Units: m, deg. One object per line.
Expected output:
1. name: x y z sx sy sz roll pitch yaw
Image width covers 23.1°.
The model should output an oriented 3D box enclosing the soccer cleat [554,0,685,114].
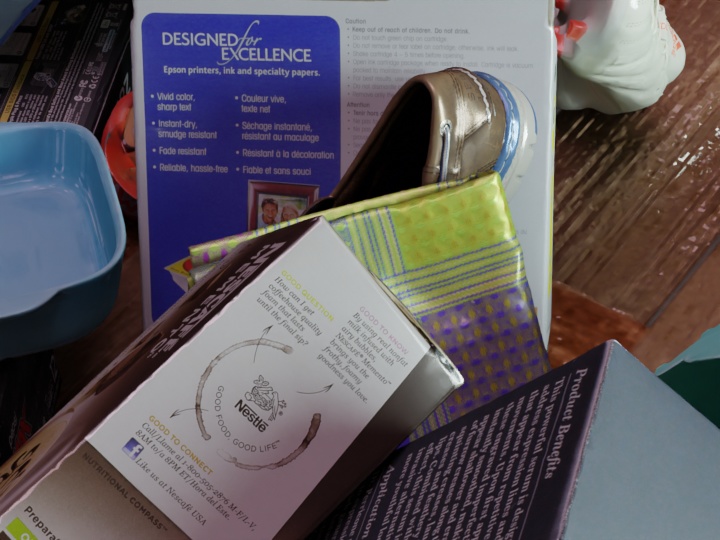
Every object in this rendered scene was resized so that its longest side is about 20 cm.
1. soccer cleat: 0.129 -0.118 0.877 0.077 0.200 0.070 11 85 -1

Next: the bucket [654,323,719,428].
1. bucket: 0.196 0.088 0.660 0.206 0.208 0.135 30 45 29

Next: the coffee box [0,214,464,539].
1. coffee box: -0.073 0.078 0.621 0.200 0.113 0.080 -44 99 -16

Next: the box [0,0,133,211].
1. box: -0.212 -0.072 0.946 0.160 0.049 0.201 4 46 6

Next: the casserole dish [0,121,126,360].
1. casserole dish: -0.168 -0.012 0.797 0.120 0.039 0.200 -12 29 -9

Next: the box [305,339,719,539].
1. box: 0.056 0.137 0.590 0.148 0.200 0.107 39 48 -18

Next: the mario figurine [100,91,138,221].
1. mario figurine: -0.066 -0.096 0.869 0.106 0.200 0.124 14 38 -42

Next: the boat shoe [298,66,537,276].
1. boat shoe: 0.000 0.000 0.771 0.072 0.201 0.072 12 16 -48

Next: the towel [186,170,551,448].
1. towel: 0.018 0.071 0.721 0.143 0.202 0.023 -15 6 -8

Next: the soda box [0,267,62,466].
1. soda box: -0.176 0.082 0.754 0.063 0.071 0.201 -6 33 2

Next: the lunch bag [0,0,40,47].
1. lunch bag: -0.211 -0.200 0.921 0.200 0.082 0.161 -45 45 17

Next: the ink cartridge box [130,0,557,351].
1. ink cartridge box: -0.007 -0.063 0.823 0.196 0.202 0.047 3 16 8
